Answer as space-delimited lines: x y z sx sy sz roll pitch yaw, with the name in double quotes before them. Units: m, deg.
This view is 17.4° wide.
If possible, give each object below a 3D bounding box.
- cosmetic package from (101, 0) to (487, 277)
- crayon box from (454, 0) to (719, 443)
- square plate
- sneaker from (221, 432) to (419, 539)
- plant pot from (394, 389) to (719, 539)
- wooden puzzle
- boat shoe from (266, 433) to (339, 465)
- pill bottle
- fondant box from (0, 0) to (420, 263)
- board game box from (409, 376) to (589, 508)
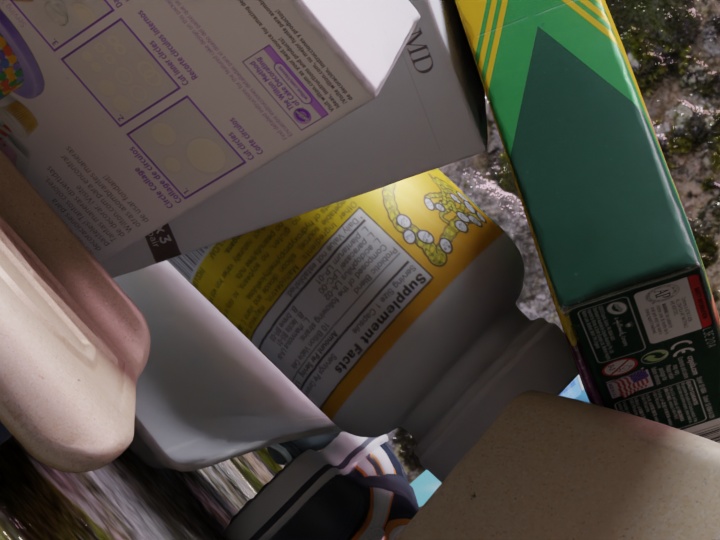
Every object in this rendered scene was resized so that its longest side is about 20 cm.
"cosmetic package" -0.059 -0.077 0.919 0.081 0.199 0.113 -82 150 -64
"crayon box" 0.096 -0.027 0.935 0.200 0.058 0.174 59 14 -62
"square plate" -0.096 0.010 1.036 0.200 0.028 0.198 49 22 17
"sneaker" -0.007 0.123 1.083 0.079 0.078 0.200 44 9 5
"plant pot" 0.102 0.164 0.893 0.177 0.200 0.200 36 -9 36
"wooden puzzle" -0.138 -0.019 0.700 0.185 0.046 0.200 49 3 -6
"boat shoe" -0.073 0.058 1.115 0.199 0.062 0.073 16 37 -54
"pill bottle" 0.000 0.000 1.026 0.200 0.113 0.113 44 -2 5
"fondant box" -0.101 -0.084 0.811 0.144 0.199 0.058 49 36 -17
"board game box" 0.082 0.134 1.151 0.047 0.200 0.151 50 -2 -30
